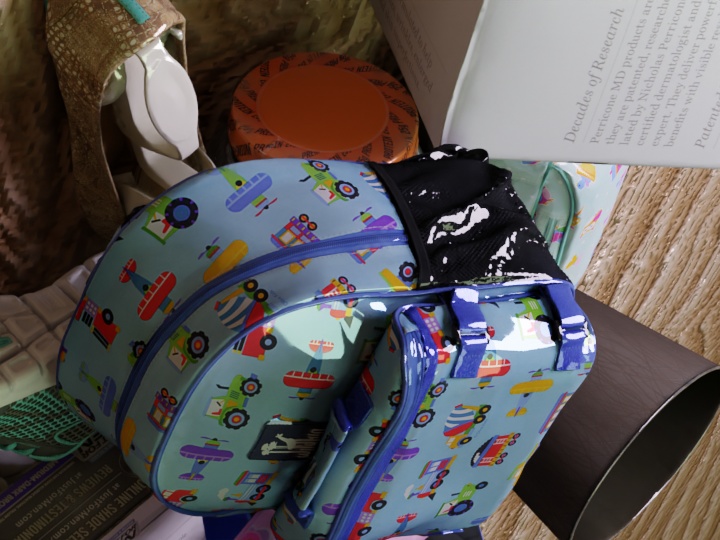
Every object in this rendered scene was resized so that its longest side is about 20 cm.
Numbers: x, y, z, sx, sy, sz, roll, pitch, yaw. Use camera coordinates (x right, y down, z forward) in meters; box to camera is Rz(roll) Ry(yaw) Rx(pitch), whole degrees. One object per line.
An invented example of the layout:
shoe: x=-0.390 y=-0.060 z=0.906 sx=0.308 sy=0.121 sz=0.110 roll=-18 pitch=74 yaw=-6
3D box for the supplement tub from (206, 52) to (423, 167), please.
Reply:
supplement tub: x=-0.028 y=-0.009 z=0.891 sx=0.122 sy=0.122 sz=0.201 roll=-34 pitch=149 yaw=-34

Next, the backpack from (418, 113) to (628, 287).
backpack: x=0.102 y=-0.072 z=1.017 sx=0.167 sy=0.126 sz=0.201 roll=-48 pitch=160 yaw=-33

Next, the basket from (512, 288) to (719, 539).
basket: x=0.126 y=0.076 z=1.164 sx=0.180 sy=0.199 sz=0.137 roll=-35 pitch=149 yaw=-34

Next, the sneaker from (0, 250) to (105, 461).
sneaker: x=-0.161 y=0.058 z=0.776 sx=0.199 sy=0.078 sz=0.092 roll=-13 pitch=131 yaw=-34

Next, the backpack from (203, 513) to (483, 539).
backpack: x=-0.037 y=0.173 z=1.038 sx=0.167 sy=0.164 sz=0.199 roll=-24 pitch=177 yaw=36

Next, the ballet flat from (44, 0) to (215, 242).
ballet flat: x=-0.100 y=-0.060 z=0.772 sx=0.070 sy=0.065 sz=0.201 roll=-41 pitch=152 yaw=-19

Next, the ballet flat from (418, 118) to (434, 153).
ballet flat: x=0.052 y=-0.027 z=0.943 sx=0.046 sy=0.068 sz=0.201 roll=-8 pitch=151 yaw=-5

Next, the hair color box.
hair color box: x=-0.136 y=0.179 z=0.875 sx=0.109 sy=0.065 sz=0.201 roll=-39 pitch=147 yaw=-30

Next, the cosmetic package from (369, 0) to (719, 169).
cosmetic package: x=0.125 y=-0.164 z=0.822 sx=0.198 sy=0.166 sz=0.166 roll=1 pitch=129 yaw=-18

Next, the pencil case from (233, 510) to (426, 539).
pencil case: x=-0.050 y=0.170 z=0.856 sx=0.200 sy=0.087 sz=0.088 roll=-46 pitch=154 yaw=-21

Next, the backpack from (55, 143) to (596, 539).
backpack: x=-0.023 y=0.040 z=0.729 sx=0.199 sy=0.135 sz=0.183 roll=-1 pitch=136 yaw=-38

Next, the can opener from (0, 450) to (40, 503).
can opener: x=-0.160 y=0.106 z=0.891 sx=0.199 sy=0.052 sz=0.067 roll=-23 pitch=137 yaw=-48
